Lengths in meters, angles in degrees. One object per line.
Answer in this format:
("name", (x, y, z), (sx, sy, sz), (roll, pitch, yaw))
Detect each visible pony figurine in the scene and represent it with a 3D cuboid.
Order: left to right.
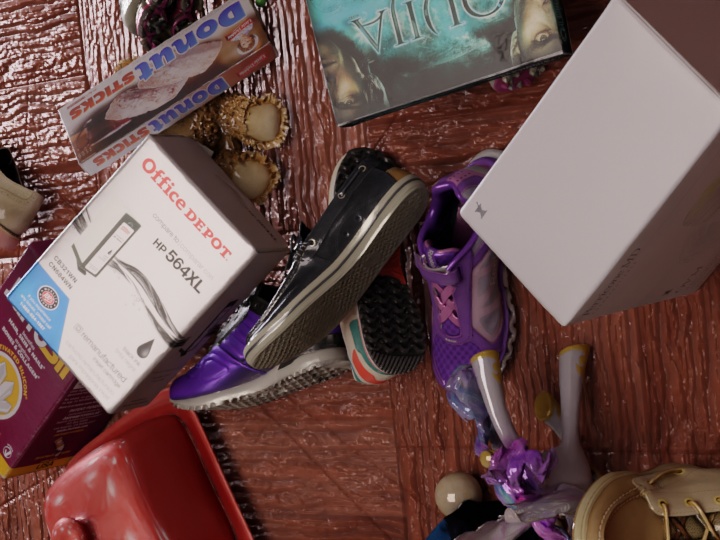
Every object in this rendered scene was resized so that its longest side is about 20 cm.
("pony figurine", (0.131, 0.162, 1.488), (0.166, 0.192, 0.201), (-35, 65, 45))

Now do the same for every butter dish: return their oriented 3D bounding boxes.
("butter dish", (-0.221, 0.236, 1.804), (0.199, 0.147, 0.201), (-36, 73, 35))

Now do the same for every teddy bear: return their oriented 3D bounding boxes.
("teddy bear", (-0.148, -0.125, 1.765), (0.199, 0.067, 0.146), (-2, 99, 31))

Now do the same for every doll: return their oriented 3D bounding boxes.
("doll", (0.102, 0.234, 1.564), (0.201, 0.135, 0.049), (-114, 13, -47))

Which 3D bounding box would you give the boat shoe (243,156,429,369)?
("boat shoe", (-0.028, -0.006, 1.564), (0.062, 0.075, 0.200), (40, 92, 24))

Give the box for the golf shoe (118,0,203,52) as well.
("golf shoe", (-0.161, -0.297, 1.739), (0.092, 0.072, 0.201), (49, 116, 39))

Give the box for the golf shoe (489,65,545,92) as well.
("golf shoe", (0.126, -0.241, 1.522), (0.091, 0.075, 0.201), (40, 117, 32))

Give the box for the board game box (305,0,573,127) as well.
("board game box", (0.055, -0.200, 1.494), (0.199, 0.028, 0.136), (-16, 87, 28))

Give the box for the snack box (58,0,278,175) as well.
("snack box", (-0.169, -0.164, 1.722), (0.199, 0.024, 0.072), (-32, 53, 6))

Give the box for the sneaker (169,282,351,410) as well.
("sneaker", (-0.092, 0.062, 1.738), (0.199, 0.069, 0.100), (-20, 76, 34))

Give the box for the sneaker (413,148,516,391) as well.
("sneaker", (0.079, 0.004, 1.578), (0.080, 0.088, 0.202), (16, 106, 34))

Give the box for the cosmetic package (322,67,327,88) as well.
("cosmetic package", (0.015, -0.257, 1.591), (0.150, 0.051, 0.202), (-4, 93, 61))

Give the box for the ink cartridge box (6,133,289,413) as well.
("ink cartridge box", (-0.183, 0.001, 1.699), (0.146, 0.084, 0.200), (46, 105, 12))

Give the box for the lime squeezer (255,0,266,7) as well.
("lime squeezer", (-0.074, -0.301, 1.653), (0.071, 0.037, 0.201), (51, 141, 48))

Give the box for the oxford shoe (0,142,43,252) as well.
("oxford shoe", (-0.381, -0.104, 1.955), (0.074, 0.071, 0.200), (-47, 64, 5))

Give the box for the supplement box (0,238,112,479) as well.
("supplement box", (-0.291, 0.082, 1.870), (0.131, 0.103, 0.200), (51, 122, 22))

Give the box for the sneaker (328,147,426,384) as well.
("sneaker", (0.000, 0.000, 1.650), (0.093, 0.070, 0.201), (140, 123, -61))

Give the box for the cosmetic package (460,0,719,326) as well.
("cosmetic package", (0.211, -0.081, 1.391), (0.123, 0.199, 0.200), (49, 122, 23))

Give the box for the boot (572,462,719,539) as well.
("boot", (0.253, 0.181, 1.390), (0.154, 0.199, 0.073), (1, 95, 37))
